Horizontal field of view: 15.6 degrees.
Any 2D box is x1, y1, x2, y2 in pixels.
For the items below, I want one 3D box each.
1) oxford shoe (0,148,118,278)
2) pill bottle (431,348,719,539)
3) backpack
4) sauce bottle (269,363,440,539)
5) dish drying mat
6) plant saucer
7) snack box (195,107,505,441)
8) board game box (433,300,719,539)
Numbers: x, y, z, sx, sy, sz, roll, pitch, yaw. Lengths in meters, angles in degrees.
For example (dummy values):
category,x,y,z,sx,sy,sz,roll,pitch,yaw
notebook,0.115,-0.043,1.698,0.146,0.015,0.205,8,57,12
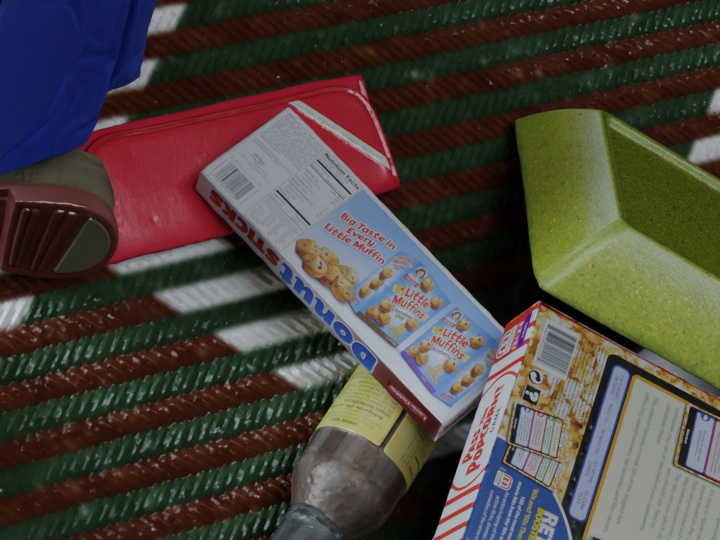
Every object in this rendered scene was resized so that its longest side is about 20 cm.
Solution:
category,x,y,z,sx,sy,sz,roll,pitch,yaw
oxford shoe,-0.228,-0.050,1.414,0.199,0.071,0.075,15,39,-18
pill bottle,0.136,0.138,1.505,0.117,0.116,0.200,50,59,-5
backpack,-0.211,-0.165,1.380,0.200,0.163,0.167,40,38,24
sauce bottle,0.002,0.102,1.477,0.065,0.065,0.200,42,61,-10
dish drying mat,-0.072,-0.061,1.514,0.199,0.018,0.077,-15,83,-30
plant saucer,0.190,-0.013,1.555,0.199,0.048,0.200,29,26,-17
snack box,0.000,0.000,1.477,0.072,0.024,0.200,-37,77,-29
board game box,0.150,0.130,1.419,0.199,0.046,0.152,28,62,-13
